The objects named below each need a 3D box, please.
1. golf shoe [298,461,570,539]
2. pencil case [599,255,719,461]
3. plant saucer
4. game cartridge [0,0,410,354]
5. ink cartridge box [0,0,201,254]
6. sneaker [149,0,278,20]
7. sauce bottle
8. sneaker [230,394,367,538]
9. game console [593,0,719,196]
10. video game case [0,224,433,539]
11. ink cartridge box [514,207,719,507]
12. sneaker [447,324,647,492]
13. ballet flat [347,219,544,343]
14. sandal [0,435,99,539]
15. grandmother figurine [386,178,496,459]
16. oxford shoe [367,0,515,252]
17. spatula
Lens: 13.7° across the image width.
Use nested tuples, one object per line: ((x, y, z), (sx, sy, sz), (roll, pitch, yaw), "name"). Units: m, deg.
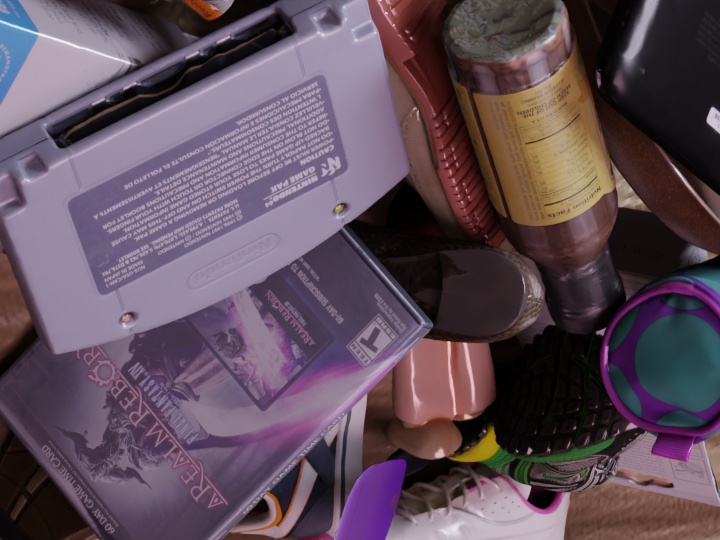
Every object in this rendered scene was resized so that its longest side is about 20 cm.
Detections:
((0.046, 0.143, 1.729), (0.199, 0.075, 0.092), (10, 108, -47), "golf shoe")
((0.200, 0.035, 1.564), (0.200, 0.085, 0.093), (-15, 112, -59), "pencil case")
((0.155, -0.083, 1.534), (0.037, 0.201, 0.200), (-32, 141, 22), "plant saucer")
((-0.075, -0.044, 1.409), (0.199, 0.041, 0.134), (-27, 133, -12), "game cartridge")
((-0.144, -0.068, 1.417), (0.199, 0.067, 0.116), (15, 115, -42), "ink cartridge box")
((-0.090, -0.158, 1.360), (0.199, 0.074, 0.080), (7, 91, -38), "sneaker")
((0.090, -0.050, 1.462), (0.064, 0.065, 0.201), (-30, 135, -11), "sauce bottle")
((-0.041, 0.063, 1.588), (0.079, 0.079, 0.201), (-10, 124, -16), "sneaker")
((0.163, -0.133, 1.496), (0.200, 0.116, 0.177), (33, 75, -45), "game console")
((-0.078, 0.045, 1.495), (0.200, 0.143, 0.019), (-45, 161, 10), "video game case")
((0.150, 0.046, 1.682), (0.050, 0.108, 0.201), (-60, 147, -32), "ink cartridge box")
((0.117, 0.079, 1.633), (0.085, 0.200, 0.078), (23, 79, -14), "sneaker")
((0.000, 0.000, 1.505), (0.046, 0.199, 0.068), (6, 92, -67), "ballet flat")
((-0.157, 0.130, 1.568), (0.200, 0.080, 0.054), (-54, 151, 16), "sandal")
((0.039, -0.008, 1.582), (0.060, 0.121, 0.201), (4, 121, 15), "grandmother figurine")
((0.024, -0.088, 1.487), (0.071, 0.073, 0.201), (-51, 127, -42), "oxford shoe")
((0.019, 0.114, 1.634), (0.200, 0.020, 0.057), (-41, 148, -74), "spatula")
